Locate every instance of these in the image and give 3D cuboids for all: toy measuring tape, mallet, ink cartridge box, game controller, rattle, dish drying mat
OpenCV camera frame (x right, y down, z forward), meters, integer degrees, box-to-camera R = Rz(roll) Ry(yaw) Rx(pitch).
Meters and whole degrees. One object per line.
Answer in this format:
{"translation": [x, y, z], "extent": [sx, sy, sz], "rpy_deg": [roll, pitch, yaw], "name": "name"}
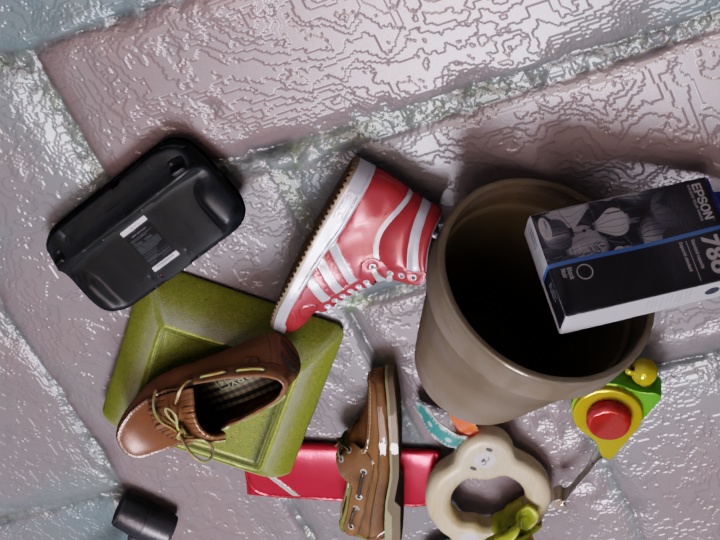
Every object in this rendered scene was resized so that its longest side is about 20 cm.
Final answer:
{"translation": [0.213, 0.147, 1.709], "extent": [0.073, 0.074, 0.200], "rpy_deg": [26, 127, -11], "name": "toy measuring tape"}
{"translation": [-0.269, 0.325, 1.894], "extent": [0.066, 0.041, 0.200], "rpy_deg": [34, 93, -9], "name": "mallet"}
{"translation": [0.246, -0.018, 1.508], "extent": [0.199, 0.100, 0.039], "rpy_deg": [-13, 154, -10], "name": "ink cartridge box"}
{"translation": [-0.197, -0.038, 1.648], "extent": [0.200, 0.042, 0.104], "rpy_deg": [-34, 114, 31], "name": "game controller"}
{"translation": [0.113, 0.221, 1.740], "extent": [0.130, 0.143, 0.200], "rpy_deg": [1, 132, 18], "name": "rattle"}
{"translation": [-0.019, 0.206, 1.826], "extent": [0.199, 0.018, 0.077], "rpy_deg": [3, 126, 8], "name": "dish drying mat"}

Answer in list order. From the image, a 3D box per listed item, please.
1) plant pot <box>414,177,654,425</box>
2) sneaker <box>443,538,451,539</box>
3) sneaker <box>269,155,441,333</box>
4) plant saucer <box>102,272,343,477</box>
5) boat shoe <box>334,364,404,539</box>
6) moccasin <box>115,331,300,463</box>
{"translation": [0.130, 0.048, 1.583], "extent": [0.200, 0.200, 0.174], "rpy_deg": [23, 144, -8], "name": "plant pot"}
{"translation": [0.151, 0.355, 1.836], "extent": [0.200, 0.140, 0.078], "rpy_deg": [18, 129, -5], "name": "sneaker"}
{"translation": [0.000, 0.000, 1.627], "extent": [0.112, 0.071, 0.200], "rpy_deg": [26, 126, -7], "name": "sneaker"}
{"translation": [-0.139, 0.111, 1.742], "extent": [0.199, 0.048, 0.200], "rpy_deg": [18, 124, -4], "name": "plant saucer"}
{"translation": [0.007, 0.182, 1.757], "extent": [0.068, 0.072, 0.200], "rpy_deg": [2, 117, 5], "name": "boat shoe"}
{"translation": [-0.144, 0.128, 1.677], "extent": [0.201, 0.078, 0.074], "rpy_deg": [-21, 119, 22], "name": "moccasin"}
